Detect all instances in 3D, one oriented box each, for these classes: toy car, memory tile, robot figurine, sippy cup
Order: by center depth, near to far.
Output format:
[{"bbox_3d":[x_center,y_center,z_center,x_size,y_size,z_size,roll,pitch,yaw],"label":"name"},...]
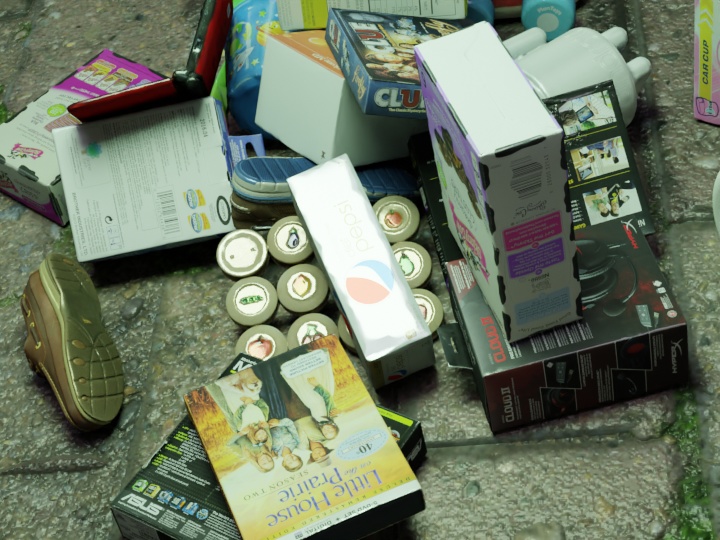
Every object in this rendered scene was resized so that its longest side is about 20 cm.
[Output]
[{"bbox_3d":[-0.030,0.013,1.399,0.198,0.017,0.155,-13,64,1],"label":"memory tile"},{"bbox_3d":[0.194,-0.166,1.499,0.199,0.113,0.170,-32,71,-18],"label":"robot figurine"},{"bbox_3d":[-0.089,-0.216,1.610,0.138,0.179,0.131,10,47,-7],"label":"sippy cup"},{"bbox_3d":[0.164,-0.387,1.678,0.175,0.201,0.185,-1,43,13],"label":"toy car"}]

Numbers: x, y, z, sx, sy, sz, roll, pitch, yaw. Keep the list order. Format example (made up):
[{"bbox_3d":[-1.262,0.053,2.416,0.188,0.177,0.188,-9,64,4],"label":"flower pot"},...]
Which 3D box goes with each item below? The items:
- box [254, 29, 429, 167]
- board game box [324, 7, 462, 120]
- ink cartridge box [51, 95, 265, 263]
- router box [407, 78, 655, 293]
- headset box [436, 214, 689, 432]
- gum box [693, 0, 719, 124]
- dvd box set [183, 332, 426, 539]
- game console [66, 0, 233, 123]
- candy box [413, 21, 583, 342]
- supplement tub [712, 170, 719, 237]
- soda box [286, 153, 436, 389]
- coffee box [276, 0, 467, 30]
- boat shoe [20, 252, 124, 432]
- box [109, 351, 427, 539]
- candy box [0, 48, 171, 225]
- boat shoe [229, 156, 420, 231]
[{"bbox_3d":[0.012,-0.181,1.520,0.199,0.098,0.124,-14,36,-40],"label":"box"},{"bbox_3d":[0.050,-0.193,1.406,0.134,0.035,0.200,3,27,-15],"label":"board game box"},{"bbox_3d":[-0.192,-0.092,1.496,0.198,0.138,0.076,-11,3,3],"label":"ink cartridge box"},{"bbox_3d":[0.157,-0.078,1.399,0.198,0.051,0.151,-15,86,-2],"label":"router box"},{"bbox_3d":[0.167,0.047,1.308,0.198,0.076,0.149,-14,42,0],"label":"headset box"},{"bbox_3d":[0.387,-0.230,1.452,0.113,0.201,0.066,19,51,29],"label":"gum box"},{"bbox_3d":[-0.050,0.146,1.225,0.145,0.030,0.201,-21,42,-9],"label":"dvd box set"},{"bbox_3d":[-0.204,-0.217,1.503,0.117,0.200,0.174,16,89,-4],"label":"game console"},{"bbox_3d":[0.115,-0.072,1.242,0.071,0.201,0.168,-18,41,-5],"label":"candy box"},{"bbox_3d":[0.425,-0.066,1.310,0.198,0.146,0.146,-25,43,-12],"label":"supplement tub"},{"bbox_3d":[0.000,0.000,1.354,0.063,0.068,0.201,-23,64,-5],"label":"soda box"},{"bbox_3d":[0.007,-0.383,1.523,0.195,0.202,0.201,-3,39,4],"label":"coffee box"},{"bbox_3d":[-0.274,0.076,1.407,0.067,0.072,0.201,-41,48,19],"label":"boat shoe"},{"bbox_3d":[-0.076,0.173,1.259,0.198,0.048,0.193,17,48,30],"label":"box"},{"bbox_3d":[-0.301,-0.149,1.647,0.136,0.061,0.200,27,55,35],"label":"candy box"},{"bbox_3d":[-0.037,-0.070,1.480,0.198,0.073,0.072,2,34,-22],"label":"boat shoe"}]
